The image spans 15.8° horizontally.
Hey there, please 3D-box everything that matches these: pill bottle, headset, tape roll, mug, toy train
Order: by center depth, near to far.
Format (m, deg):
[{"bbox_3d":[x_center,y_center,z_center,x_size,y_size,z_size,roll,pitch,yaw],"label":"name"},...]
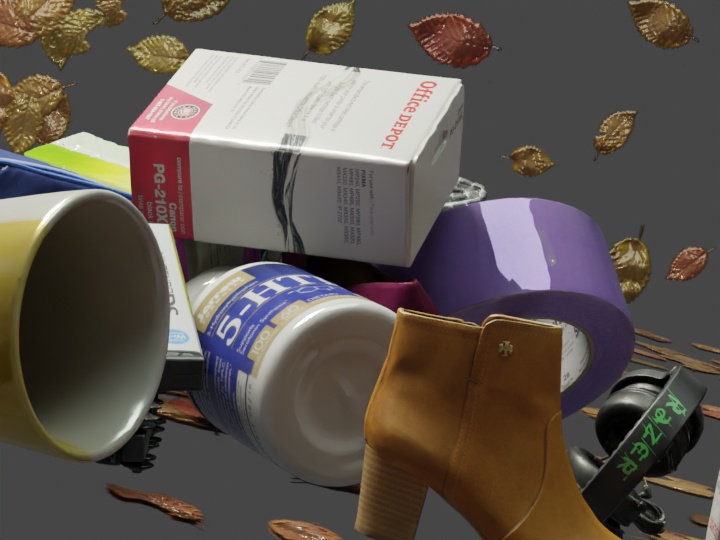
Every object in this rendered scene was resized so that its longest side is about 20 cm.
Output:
[{"bbox_3d":[-0.218,0.023,1.434,0.153,0.150,0.186,4,-7,29],"label":"mug"},{"bbox_3d":[-0.142,0.090,1.558,0.046,0.034,0.200,3,6,-2],"label":"toy train"},{"bbox_3d":[-0.050,0.059,1.680,0.119,0.120,0.200,13,5,-29],"label":"pill bottle"},{"bbox_3d":[0.180,0.132,1.683,0.094,0.124,0.200,40,-13,2],"label":"headset"},{"bbox_3d":[0.095,0.039,1.892,0.200,0.200,0.085,12,49,-35],"label":"tape roll"}]

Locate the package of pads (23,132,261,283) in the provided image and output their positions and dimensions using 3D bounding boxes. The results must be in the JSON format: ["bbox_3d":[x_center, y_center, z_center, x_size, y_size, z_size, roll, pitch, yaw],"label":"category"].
[{"bbox_3d":[-0.156,-0.004,1.903,0.200,0.155,0.068,19,33,39],"label":"package of pads"}]

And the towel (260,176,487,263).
[{"bbox_3d":[-0.007,0.008,1.960,0.199,0.166,0.086,-4,50,-21],"label":"towel"}]

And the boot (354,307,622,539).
[{"bbox_3d":[0.101,0.103,1.480,0.200,0.145,0.071,15,5,-2],"label":"boot"}]

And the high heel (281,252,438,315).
[{"bbox_3d":[0.000,0.000,1.765,0.067,0.096,0.200,-16,38,-24],"label":"high heel"}]

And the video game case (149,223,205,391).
[{"bbox_3d":[-0.206,0.019,1.616,0.199,0.026,0.181,1,28,-12],"label":"video game case"}]

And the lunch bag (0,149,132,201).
[{"bbox_3d":[-0.236,-0.008,1.786,0.200,0.136,0.132,13,5,-44],"label":"lunch bag"}]

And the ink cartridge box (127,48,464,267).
[{"bbox_3d":[-0.041,-0.079,1.776,0.199,0.085,0.145,8,30,14],"label":"ink cartridge box"}]

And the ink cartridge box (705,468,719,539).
[{"bbox_3d":[0.290,0.109,1.705,0.082,0.201,0.147,11,4,2],"label":"ink cartridge box"}]
